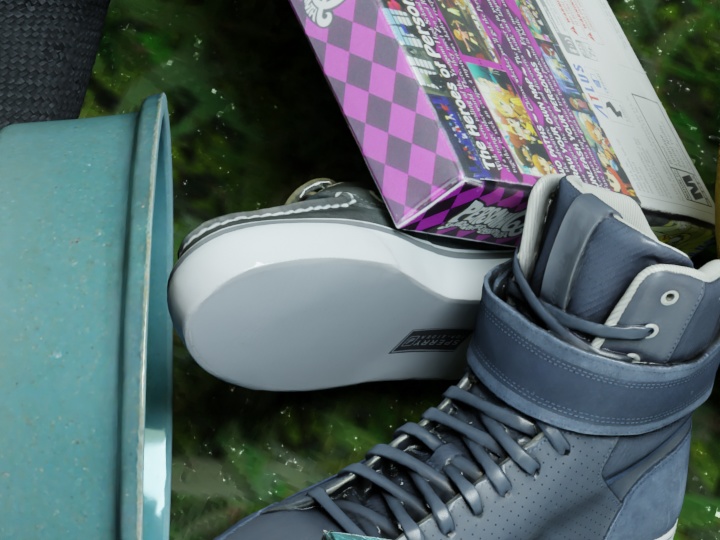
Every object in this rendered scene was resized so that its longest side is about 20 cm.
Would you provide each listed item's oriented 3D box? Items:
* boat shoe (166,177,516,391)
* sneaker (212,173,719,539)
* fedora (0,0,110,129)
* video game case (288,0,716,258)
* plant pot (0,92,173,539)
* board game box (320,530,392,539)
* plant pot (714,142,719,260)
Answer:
[{"bbox_3d":[0.000,0.000,0.852,0.200,0.069,0.057,7,47,-54],"label":"boat shoe"},{"bbox_3d":[0.032,0.046,0.803,0.202,0.146,0.077,-15,42,-37],"label":"sneaker"},{"bbox_3d":[-0.163,-0.081,0.870,0.200,0.201,0.092,5,94,-9],"label":"fedora"},{"bbox_3d":[0.034,-0.096,0.907,0.181,0.036,0.200,7,52,-55],"label":"video game case"},{"bbox_3d":[-0.157,0.046,0.775,0.196,0.200,0.200,0,63,-2],"label":"plant pot"},{"bbox_3d":[0.095,0.128,0.733,0.200,0.028,0.135,10,18,-21],"label":"board game box"},{"bbox_3d":[0.229,-0.039,0.838,0.194,0.200,0.196,12,51,44],"label":"plant pot"}]
